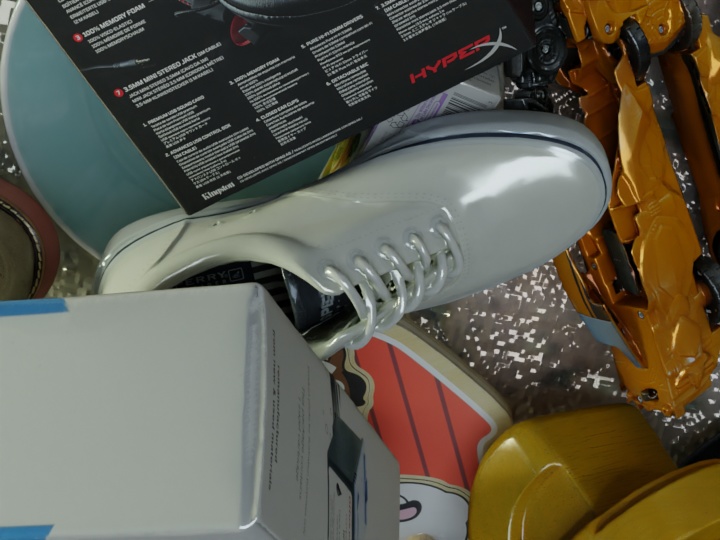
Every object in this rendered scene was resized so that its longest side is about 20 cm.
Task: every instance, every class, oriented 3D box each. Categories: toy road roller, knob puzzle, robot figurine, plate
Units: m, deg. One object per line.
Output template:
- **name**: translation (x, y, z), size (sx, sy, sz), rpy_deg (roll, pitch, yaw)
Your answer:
- **toy road roller**: translation (0.094, 0.147, 0.865), size (0.122, 0.146, 0.200), rpy_deg (-3, 143, -47)
- **knob puzzle**: translation (-0.033, 0.086, 0.868), size (0.218, 0.031, 0.221), rpy_deg (-1, 126, -2)
- **robot figurine**: translation (0.119, -0.051, 0.848), size (0.145, 0.058, 0.201), rpy_deg (-31, 111, -27)
- **plate**: translation (-0.042, -0.072, 0.837), size (0.199, 0.026, 0.201), rpy_deg (-1, 126, -1)

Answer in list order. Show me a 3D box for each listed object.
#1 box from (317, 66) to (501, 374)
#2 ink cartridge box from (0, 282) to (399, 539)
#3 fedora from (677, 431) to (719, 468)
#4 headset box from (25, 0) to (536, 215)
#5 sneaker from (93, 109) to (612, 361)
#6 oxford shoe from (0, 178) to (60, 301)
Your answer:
- **box**: translation (-0.007, -0.009, 0.844), size (0.041, 0.039, 0.201), rpy_deg (21, 122, -14)
- **ink cartridge box**: translation (-0.076, 0.081, 0.745), size (0.145, 0.200, 0.087), rpy_deg (-4, 69, 13)
- **fedora**: translation (0.203, 0.160, 0.924), size (0.199, 0.092, 0.202), rpy_deg (-2, 108, -5)
- **headset box**: translation (-0.050, -0.138, 0.726), size (0.148, 0.075, 0.200), rpy_deg (-25, 122, 18)
- **sneaker**: translation (0.000, 0.000, 0.774), size (0.199, 0.071, 0.073), rpy_deg (-18, 121, 3)
- **oxford shoe**: translation (-0.216, -0.027, 0.798), size (0.199, 0.075, 0.071), rpy_deg (14, 105, 6)
